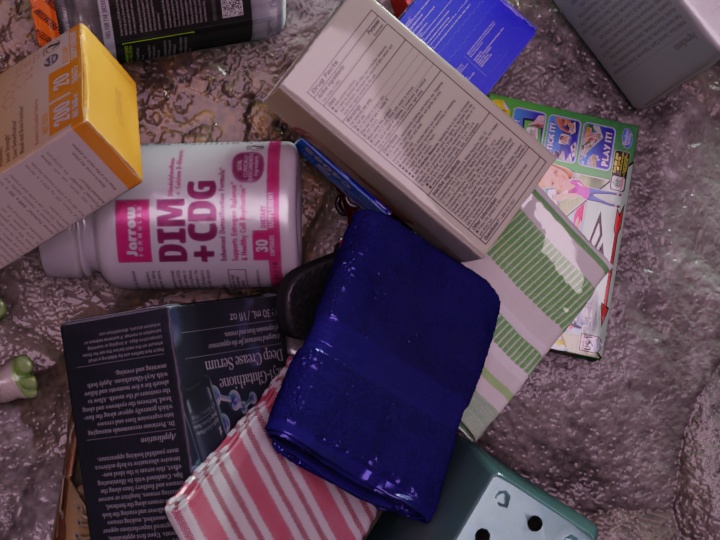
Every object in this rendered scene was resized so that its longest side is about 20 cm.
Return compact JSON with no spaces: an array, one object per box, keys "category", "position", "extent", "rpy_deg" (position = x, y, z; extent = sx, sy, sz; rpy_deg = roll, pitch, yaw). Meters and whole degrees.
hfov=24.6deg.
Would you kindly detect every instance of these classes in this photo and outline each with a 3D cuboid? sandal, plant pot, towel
[{"category":"sandal","position":[0.000,0.000,1.312],"extent":[0.199,0.045,0.076],"rpy_deg":[-20,111,-41]},{"category":"plant pot","position":[0.096,0.216,1.255],"extent":[0.141,0.200,0.142],"rpy_deg":[33,80,-4]},{"category":"towel","position":[0.018,0.071,1.226],"extent":[0.147,0.049,0.201],"rpy_deg":[33,62,-21]},{"category":"towel","position":[-0.058,0.170,1.203],"extent":[0.200,0.030,0.147],"rpy_deg":[-49,120,-44]},{"category":"towel","position":[0.099,0.012,1.314],"extent":[0.153,0.023,0.200],"rpy_deg":[46,63,-5]}]

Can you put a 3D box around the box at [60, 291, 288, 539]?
[{"category":"box","position":[-0.128,0.126,1.239],"extent":[0.106,0.148,0.202],"rpy_deg":[-9,89,30]}]

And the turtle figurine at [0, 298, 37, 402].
[{"category":"turtle figurine","position":[-0.342,0.074,1.223],"extent":[0.193,0.201,0.144],"rpy_deg":[-22,48,-31]}]

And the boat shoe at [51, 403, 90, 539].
[{"category":"boat shoe","position":[-0.204,0.180,1.279],"extent":[0.075,0.074,0.202],"rpy_deg":[-1,83,-8]}]

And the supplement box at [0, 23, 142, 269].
[{"category":"supplement box","position":[-0.262,-0.077,1.214],"extent":[0.199,0.127,0.074],"rpy_deg":[-30,130,14]}]

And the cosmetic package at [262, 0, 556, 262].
[{"category":"cosmetic package","position":[0.035,-0.107,1.249],"extent":[0.200,0.087,0.104],"rpy_deg":[41,79,-9]}]

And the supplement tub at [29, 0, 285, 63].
[{"category":"supplement tub","position":[-0.165,-0.231,1.311],"extent":[0.198,0.123,0.124],"rpy_deg":[-11,85,-10]}]

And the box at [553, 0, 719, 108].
[{"category":"box","position":[0.276,-0.271,1.341],"extent":[0.198,0.200,0.172],"rpy_deg":[-38,92,-12]}]

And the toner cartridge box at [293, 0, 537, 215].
[{"category":"toner cartridge box","position":[0.044,-0.146,1.322],"extent":[0.095,0.043,0.200],"rpy_deg":[41,78,-6]}]

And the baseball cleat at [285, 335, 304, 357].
[{"category":"baseball cleat","position":[-0.004,0.065,1.325],"extent":[0.198,0.070,0.108],"rpy_deg":[-9,85,-10]}]

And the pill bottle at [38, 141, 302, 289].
[{"category":"pill bottle","position":[-0.146,-0.043,1.289],"extent":[0.198,0.113,0.115],"rpy_deg":[-1,83,1]}]

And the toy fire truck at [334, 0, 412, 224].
[{"category":"toy fire truck","position":[0.023,-0.145,1.365],"extent":[0.140,0.049,0.202],"rpy_deg":[-19,87,-12]}]

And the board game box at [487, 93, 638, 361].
[{"category":"board game box","position":[0.152,-0.036,1.381],"extent":[0.133,0.029,0.202],"rpy_deg":[11,82,-8]}]
